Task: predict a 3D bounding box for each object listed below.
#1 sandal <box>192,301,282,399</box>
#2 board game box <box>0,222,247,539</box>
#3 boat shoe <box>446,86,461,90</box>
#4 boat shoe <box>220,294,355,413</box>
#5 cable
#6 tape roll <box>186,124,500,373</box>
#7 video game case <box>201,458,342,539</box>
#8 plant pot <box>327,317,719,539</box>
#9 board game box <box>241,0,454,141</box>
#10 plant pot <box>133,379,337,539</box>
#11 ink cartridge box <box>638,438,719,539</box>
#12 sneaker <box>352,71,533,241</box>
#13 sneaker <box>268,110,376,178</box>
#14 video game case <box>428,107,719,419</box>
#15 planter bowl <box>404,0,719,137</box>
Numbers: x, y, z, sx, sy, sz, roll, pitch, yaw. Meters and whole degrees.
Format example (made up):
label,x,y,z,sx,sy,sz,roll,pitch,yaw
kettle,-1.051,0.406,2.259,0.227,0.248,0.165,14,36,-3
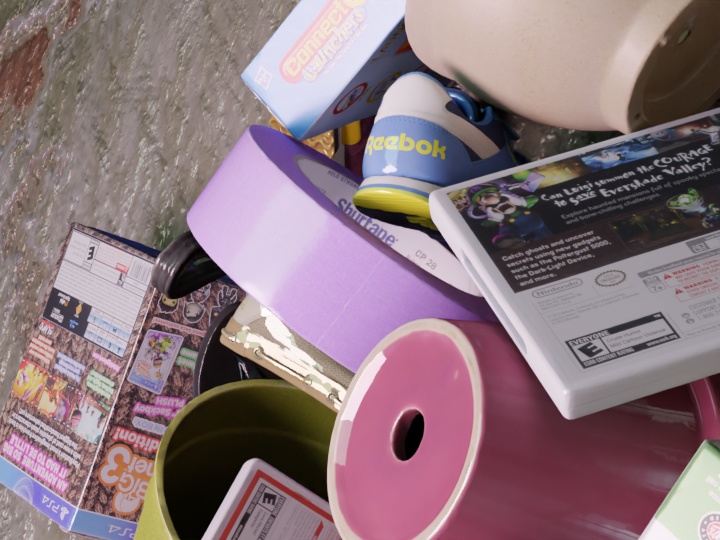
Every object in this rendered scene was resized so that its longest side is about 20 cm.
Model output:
label,x,y,z,sx,sy,sz,roll,pitch,yaw
sandal,-0.074,0.121,1.518,0.045,0.075,0.200,8,93,58
board game box,-0.170,0.084,1.657,0.159,0.097,0.200,22,92,57
boat shoe,0.018,-0.024,1.448,0.071,0.065,0.200,52,-127,-85
boat shoe,0.006,0.080,1.359,0.201,0.073,0.063,41,100,11
cable,-0.088,-0.021,1.544,0.050,0.200,0.097,45,129,16
tape roll,0.000,0.000,1.319,0.066,0.200,0.200,-53,36,10
video game case,-0.011,0.213,1.243,0.143,0.200,0.017,-61,13,-20
plant pot,0.090,0.109,1.197,0.200,0.179,0.200,-29,52,46
board game box,0.049,-0.179,1.395,0.056,0.196,0.200,48,121,11
plant pot,-0.062,0.203,1.383,0.193,0.200,0.200,-59,33,39
ink cartridge box,0.177,0.201,1.072,0.145,0.084,0.200,41,109,31
sneaker,0.062,-0.058,1.320,0.074,0.200,0.082,2,83,23
sneaker,-0.007,-0.042,1.522,0.075,0.090,0.200,18,114,41
video game case,0.159,-0.012,1.171,0.182,0.200,0.023,-121,18,-49
planter bowl,0.142,-0.155,1.269,0.135,0.200,0.200,43,112,27
